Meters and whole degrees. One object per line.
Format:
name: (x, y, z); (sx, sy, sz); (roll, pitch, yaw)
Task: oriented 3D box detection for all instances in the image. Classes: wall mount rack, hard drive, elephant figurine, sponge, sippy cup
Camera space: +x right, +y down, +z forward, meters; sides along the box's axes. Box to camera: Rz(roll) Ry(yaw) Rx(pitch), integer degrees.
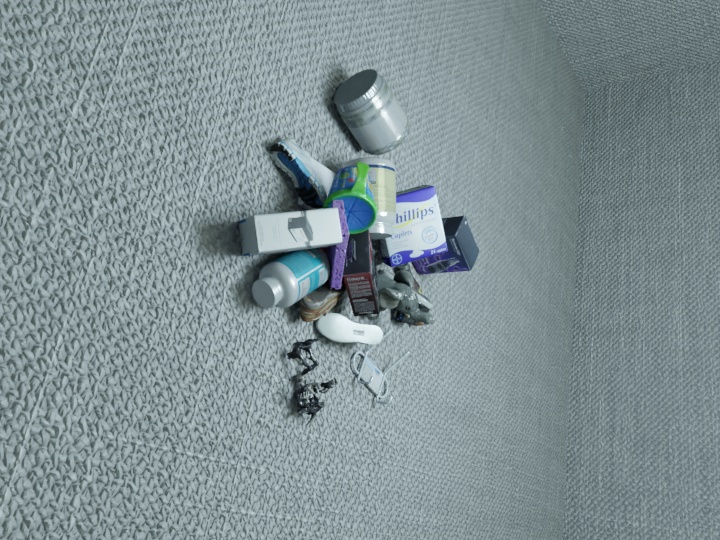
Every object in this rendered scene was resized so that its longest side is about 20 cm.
wall mount rack: (0.063, 0.277, 1.775); (0.200, 0.074, 0.175); (51, 48, -38)
hard drive: (-0.090, -0.204, 1.665); (0.199, 0.025, 0.134); (26, 66, -50)
elephant figurine: (0.103, 0.069, 1.750); (0.155, 0.198, 0.144); (30, 62, -48)
sponge: (-0.059, -0.060, 1.501); (0.201, 0.029, 0.113); (101, -18, -49)
sippy cup: (-0.024, -0.185, 1.543); (0.139, 0.176, 0.132); (42, 37, -36)

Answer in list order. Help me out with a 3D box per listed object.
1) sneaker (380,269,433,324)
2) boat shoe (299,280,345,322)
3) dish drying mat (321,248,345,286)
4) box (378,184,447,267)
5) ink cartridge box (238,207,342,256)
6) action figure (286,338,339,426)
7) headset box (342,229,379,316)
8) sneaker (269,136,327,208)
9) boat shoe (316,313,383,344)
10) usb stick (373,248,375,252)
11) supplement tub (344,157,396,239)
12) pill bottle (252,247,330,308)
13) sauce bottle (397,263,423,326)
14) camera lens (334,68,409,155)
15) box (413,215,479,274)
sneaker: (0.117, 0.093, 1.877); (0.199, 0.073, 0.112); (36, 99, -15)
boat shoe: (-0.103, 0.078, 1.587); (0.200, 0.075, 0.073); (-26, 137, -61)
dish drying mat: (-0.091, -0.031, 1.631); (0.200, 0.018, 0.077); (45, 26, -42)
box: (0.141, -0.134, 1.828); (0.181, 0.105, 0.203); (-16, 101, -8)
ink cartridge box: (-0.160, -0.087, 1.391); (0.197, 0.145, 0.085); (-8, 91, -25)
action figure: (-0.116, 0.276, 1.510); (0.119, 0.101, 0.203); (-20, 101, -64)
headset box: (0.000, 0.000, 1.614); (0.201, 0.076, 0.150); (75, 10, -51)
sneaker: (-0.137, -0.250, 1.546); (0.201, 0.074, 0.087); (56, 41, -18)
boat shoe: (-0.037, 0.164, 1.655); (0.198, 0.063, 0.072); (18, 76, -27)
usb stick: (-0.025, -0.061, 1.708); (0.199, 0.056, 0.033); (21, 27, -56)
supplement tub: (0.026, -0.193, 1.681); (0.144, 0.143, 0.203); (7, 80, -53)
pill bottle: (-0.167, 0.017, 1.462); (0.199, 0.110, 0.112); (-33, 112, -50)
sauce bottle: (0.164, 0.074, 1.947); (0.066, 0.065, 0.202); (-41, 120, -48)
camera lens: (0.035, -0.444, 1.753); (0.200, 0.158, 0.161); (51, 48, -37)
box: (0.260, -0.080, 1.984); (0.149, 0.198, 0.105); (60, 43, -30)
